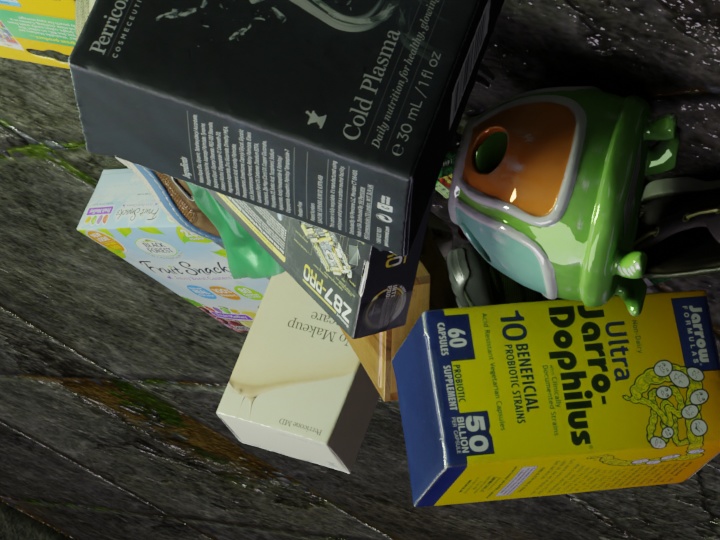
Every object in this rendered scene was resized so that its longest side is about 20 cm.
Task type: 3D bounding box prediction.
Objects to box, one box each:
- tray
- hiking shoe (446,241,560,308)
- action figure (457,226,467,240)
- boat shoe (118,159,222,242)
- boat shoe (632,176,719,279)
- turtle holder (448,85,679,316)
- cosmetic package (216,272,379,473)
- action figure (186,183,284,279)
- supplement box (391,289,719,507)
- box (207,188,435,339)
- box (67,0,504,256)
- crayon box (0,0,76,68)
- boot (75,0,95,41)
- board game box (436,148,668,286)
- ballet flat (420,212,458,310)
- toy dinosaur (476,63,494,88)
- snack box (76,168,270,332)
[{"bbox_3d":[0.000,0.000,1.626,0.037,0.099,0.200,-10,-148,-17],"label":"tray"},{"bbox_3d":[0.143,0.017,1.587,0.101,0.076,0.200,-34,140,24],"label":"hiking shoe"},{"bbox_3d":[0.128,0.008,1.704,0.099,0.065,0.200,28,162,50],"label":"action figure"},{"bbox_3d":[-0.126,-0.080,1.730,0.072,0.072,0.200,1,153,43],"label":"boat shoe"},{"bbox_3d":[0.256,-0.029,1.475,0.072,0.061,0.201,30,160,-27],"label":"boat shoe"},{"bbox_3d":[0.132,-0.053,1.441,0.132,0.141,0.186,12,-168,10],"label":"turtle holder"},{"bbox_3d":[-0.027,0.049,1.784,0.103,0.200,0.073,13,160,21],"label":"cosmetic package"},{"bbox_3d":[-0.097,-0.089,1.584,0.118,0.055,0.200,-12,115,46],"label":"action figure"},{"bbox_3d":[0.134,0.086,1.500,0.200,0.109,0.110,-4,161,-13],"label":"supplement box"},{"bbox_3d":[-0.031,-0.078,1.403,0.200,0.049,0.161,44,135,38],"label":"box"},{"bbox_3d":[-0.032,-0.142,1.245,0.197,0.200,0.124,18,160,7],"label":"box"},{"bbox_3d":[-0.234,-0.208,1.518,0.126,0.052,0.200,12,159,26],"label":"crayon box"},{"bbox_3d":[-0.119,-0.129,1.412,0.072,0.200,0.155,-14,173,-29],"label":"boot"},{"bbox_3d":[0.146,-0.038,1.576,0.105,0.023,0.200,-24,139,29],"label":"board game box"},{"bbox_3d":[0.048,-0.002,1.658,0.063,0.200,0.069,-5,134,-15],"label":"ballet flat"},{"bbox_3d":[-0.023,-0.136,1.448,0.200,0.105,0.182,30,144,6],"label":"toy dinosaur"},{"bbox_3d":[-0.115,-0.015,1.911,0.200,0.068,0.169,36,157,-34],"label":"snack box"}]
